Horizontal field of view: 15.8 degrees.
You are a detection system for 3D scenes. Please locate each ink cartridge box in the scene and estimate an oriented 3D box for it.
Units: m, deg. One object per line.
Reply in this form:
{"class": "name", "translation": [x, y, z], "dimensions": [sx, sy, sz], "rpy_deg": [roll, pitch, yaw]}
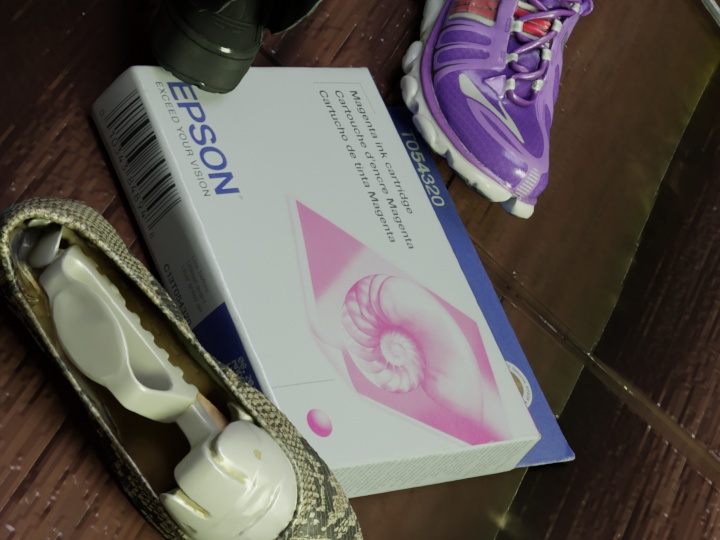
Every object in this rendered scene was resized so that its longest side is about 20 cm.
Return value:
{"class": "ink cartridge box", "translation": [0.000, 0.000, 1.140], "dimensions": [0.200, 0.043, 0.197], "rpy_deg": [-6, 63, -44]}

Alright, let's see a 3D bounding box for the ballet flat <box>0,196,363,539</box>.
{"class": "ballet flat", "translation": [-0.076, 0.053, 0.999], "dimensions": [0.200, 0.068, 0.075], "rpy_deg": [50, 1, 4]}

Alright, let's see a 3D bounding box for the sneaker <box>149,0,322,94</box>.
{"class": "sneaker", "translation": [-0.053, -0.151, 1.124], "dimensions": [0.060, 0.104, 0.200], "rpy_deg": [18, 32, -21]}

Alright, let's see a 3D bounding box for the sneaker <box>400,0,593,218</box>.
{"class": "sneaker", "translation": [0.072, -0.115, 1.259], "dimensions": [0.081, 0.083, 0.201], "rpy_deg": [32, 42, -32]}

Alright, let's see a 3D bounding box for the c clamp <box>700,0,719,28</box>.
{"class": "c clamp", "translation": [0.137, -0.196, 1.388], "dimensions": [0.171, 0.027, 0.200], "rpy_deg": [55, 16, 19]}
